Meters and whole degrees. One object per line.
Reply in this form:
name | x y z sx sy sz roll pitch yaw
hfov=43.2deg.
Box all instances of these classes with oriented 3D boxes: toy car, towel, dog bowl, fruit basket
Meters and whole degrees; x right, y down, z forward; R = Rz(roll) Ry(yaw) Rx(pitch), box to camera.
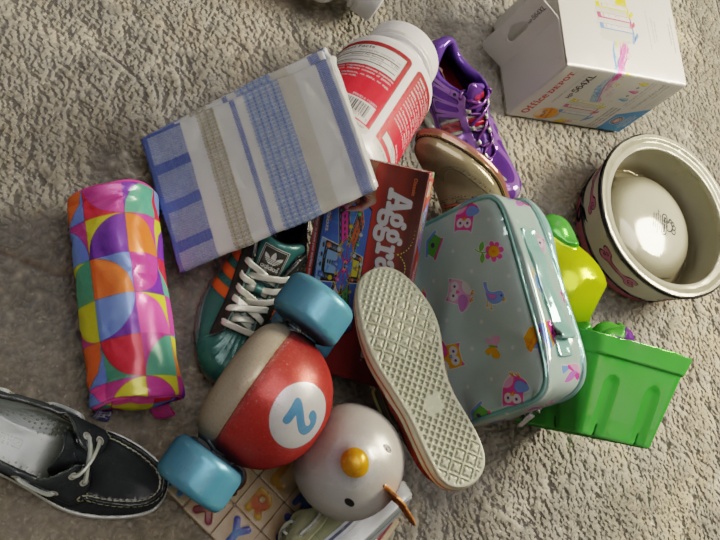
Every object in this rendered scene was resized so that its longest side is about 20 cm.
toy car | -0.028 0.140 0.737 0.199 0.177 0.185 35 77 1
towel | -0.092 -0.099 0.815 0.198 0.024 0.149 -23 72 7
dog bowl | 0.341 -0.054 1.073 0.197 0.074 0.203 9 68 -23
fruit basket | 0.203 0.056 0.888 0.154 0.215 0.219 16 66 -26

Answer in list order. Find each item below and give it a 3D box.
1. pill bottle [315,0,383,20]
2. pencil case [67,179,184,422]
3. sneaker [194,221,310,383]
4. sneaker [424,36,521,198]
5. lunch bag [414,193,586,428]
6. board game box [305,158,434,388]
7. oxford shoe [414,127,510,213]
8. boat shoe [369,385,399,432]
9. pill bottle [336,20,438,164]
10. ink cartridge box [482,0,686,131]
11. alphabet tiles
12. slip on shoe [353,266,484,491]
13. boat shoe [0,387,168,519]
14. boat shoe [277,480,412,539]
pill bottle | -0.052 -0.358 0.965 0.198 0.111 0.112 31 62 -12
pencil case | -0.202 0.026 0.780 0.087 0.088 0.203 -3 76 -26
sneaker | -0.096 0.005 0.835 0.071 0.080 0.202 24 67 -16
sneaker | 0.117 -0.162 0.997 0.080 0.083 0.202 -29 87 -30
lunch bag | 0.116 0.041 0.822 0.076 0.159 0.203 4 67 -47
board game box | 0.000 0.000 0.830 0.102 0.019 0.203 13 102 17
oxford shoe | 0.116 -0.061 0.948 0.200 0.070 0.075 47 63 -23
boat shoe | 0.022 0.057 0.883 0.072 0.060 0.204 -7 76 -56
pill bottle | 0.006 -0.163 0.920 0.112 0.112 0.201 38 52 -9
ink cartridge box | 0.256 -0.256 1.070 0.197 0.128 0.127 3 71 -24
alphabet tiles | -0.060 0.199 0.830 0.200 0.008 0.167 46 59 -5
slip on shoe | 0.044 0.094 0.784 0.073 0.061 0.202 -20 79 -19
boat shoe | -0.244 0.148 0.727 0.198 0.060 0.077 20 65 -18
boat shoe | -0.040 0.239 0.793 0.062 0.072 0.199 42 53 20
